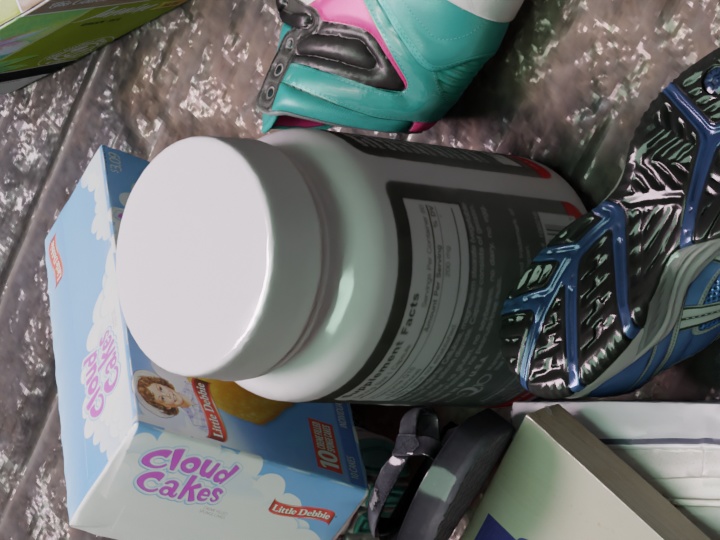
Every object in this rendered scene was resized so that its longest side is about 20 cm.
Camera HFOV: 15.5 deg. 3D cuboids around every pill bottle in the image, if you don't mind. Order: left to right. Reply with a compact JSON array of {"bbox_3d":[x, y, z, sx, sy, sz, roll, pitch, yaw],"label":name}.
[{"bbox_3d":[0.000,0.000,1.117,0.113,0.199,0.115,-4,84,44],"label":"pill bottle"}]

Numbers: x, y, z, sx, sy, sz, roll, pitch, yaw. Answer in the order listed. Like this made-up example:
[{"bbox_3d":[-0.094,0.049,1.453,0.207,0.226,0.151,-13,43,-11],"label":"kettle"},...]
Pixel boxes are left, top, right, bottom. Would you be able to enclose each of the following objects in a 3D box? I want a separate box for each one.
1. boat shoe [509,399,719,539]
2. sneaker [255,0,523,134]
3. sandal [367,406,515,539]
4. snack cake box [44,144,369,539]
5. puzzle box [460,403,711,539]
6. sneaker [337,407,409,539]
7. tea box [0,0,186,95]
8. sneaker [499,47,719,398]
[{"bbox_3d":[0.152,0.089,1.084,0.199,0.071,0.070,-1,88,28],"label":"boat shoe"},{"bbox_3d":[-0.025,-0.124,1.206,0.200,0.083,0.121,36,111,28],"label":"sneaker"},{"bbox_3d":[0.025,0.092,1.141,0.043,0.200,0.076,33,83,1],"label":"sandal"},{"bbox_3d":[-0.074,0.041,1.194,0.067,0.114,0.201,-55,29,29],"label":"snack cake box"},{"bbox_3d":[0.116,0.166,1.068,0.200,0.025,0.134,43,125,26],"label":"puzzle box"},{"bbox_3d":[-0.046,0.132,1.295,0.201,0.077,0.091,-59,46,29],"label":"sneaker"},{"bbox_3d":[-0.194,-0.200,1.296,0.196,0.133,0.201,-20,86,42],"label":"tea box"},{"bbox_3d":[0.143,-0.024,1.090,0.200,0.077,0.076,-44,59,19],"label":"sneaker"}]
